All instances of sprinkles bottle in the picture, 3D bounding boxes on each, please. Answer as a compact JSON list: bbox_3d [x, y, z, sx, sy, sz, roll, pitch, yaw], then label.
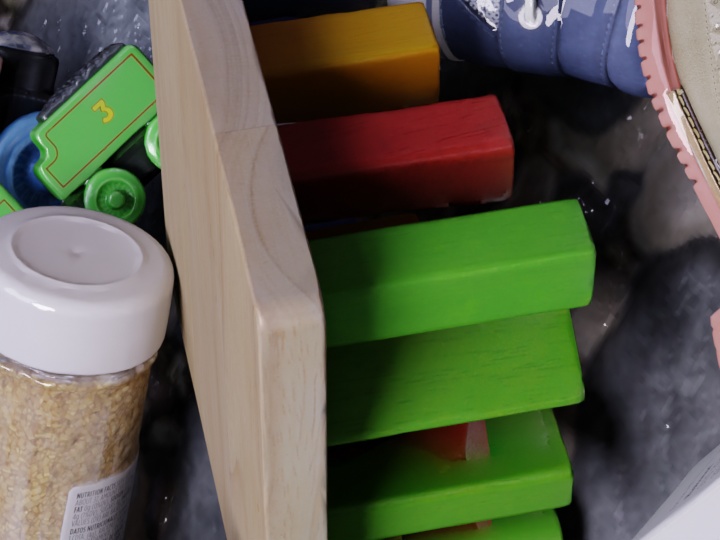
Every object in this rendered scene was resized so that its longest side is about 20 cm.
[{"bbox_3d":[-0.113,0.078,0.914,0.068,0.068,0.200,43,131,42],"label":"sprinkles bottle"}]

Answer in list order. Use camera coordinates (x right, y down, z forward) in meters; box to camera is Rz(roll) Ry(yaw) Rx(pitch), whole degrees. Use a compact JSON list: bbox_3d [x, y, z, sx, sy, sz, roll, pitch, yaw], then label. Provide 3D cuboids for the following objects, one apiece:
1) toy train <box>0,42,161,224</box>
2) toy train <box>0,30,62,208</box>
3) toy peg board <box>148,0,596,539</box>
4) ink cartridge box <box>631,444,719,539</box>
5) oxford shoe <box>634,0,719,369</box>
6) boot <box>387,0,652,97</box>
[{"bbox_3d":[-0.137,-0.003,0.930,0.200,0.056,0.042,-44,11,-7],"label":"toy train"},{"bbox_3d":[-0.171,0.004,0.981,0.087,0.114,0.201,24,103,58],"label":"toy train"},{"bbox_3d":[0.000,0.000,0.787,0.200,0.098,0.199,91,167,-48],"label":"toy peg board"},{"bbox_3d":[0.145,0.071,0.633,0.115,0.068,0.200,48,124,2],"label":"ink cartridge box"},{"bbox_3d":[0.129,-0.035,0.706,0.074,0.071,0.201,-21,80,41],"label":"oxford shoe"},{"bbox_3d":[0.080,-0.153,0.784,0.090,0.073,0.201,16,93,25],"label":"boot"}]
